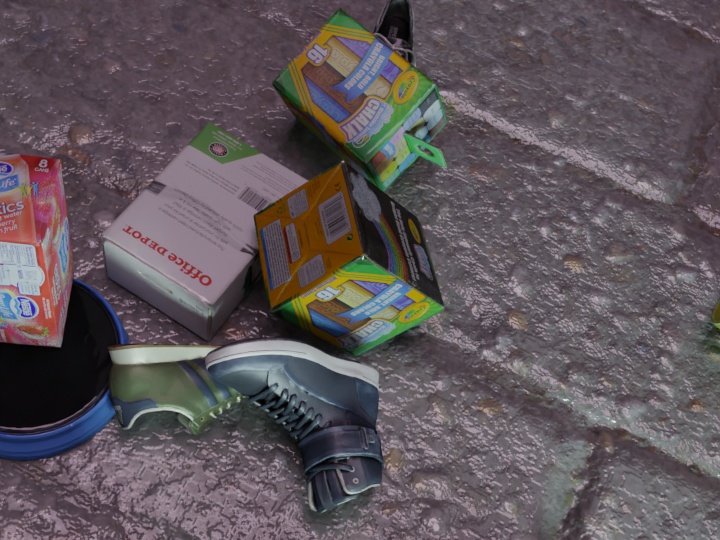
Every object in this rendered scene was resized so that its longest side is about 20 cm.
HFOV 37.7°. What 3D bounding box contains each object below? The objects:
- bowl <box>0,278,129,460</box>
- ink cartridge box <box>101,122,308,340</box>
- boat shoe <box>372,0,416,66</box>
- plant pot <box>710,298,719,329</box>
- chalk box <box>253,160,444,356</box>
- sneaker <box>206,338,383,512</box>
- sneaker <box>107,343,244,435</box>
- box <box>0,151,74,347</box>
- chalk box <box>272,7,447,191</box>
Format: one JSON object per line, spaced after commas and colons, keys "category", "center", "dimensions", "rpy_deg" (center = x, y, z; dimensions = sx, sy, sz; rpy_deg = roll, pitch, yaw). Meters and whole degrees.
{"category": "bowl", "center": [-0.332, 0.089, 1.064], "dimensions": [0.198, 0.039, 0.202], "rpy_deg": [5, 57, -8]}
{"category": "ink cartridge box", "center": [-0.167, -0.045, 1.157], "dimensions": [0.145, 0.085, 0.200], "rpy_deg": [31, 57, 10]}
{"category": "boat shoe", "center": [0.038, -0.271, 1.355], "dimensions": [0.073, 0.068, 0.201], "rpy_deg": [16, 56, 0]}
{"category": "plant pot", "center": [0.535, 0.067, 1.189], "dimensions": [0.200, 0.187, 0.187], "rpy_deg": [46, 59, 2]}
{"category": "chalk box", "center": [0.000, 0.000, 1.117], "dimensions": [0.123, 0.200, 0.126], "rpy_deg": [-28, 54, 22]}
{"category": "sneaker", "center": [-0.057, 0.151, 1.014], "dimensions": [0.201, 0.077, 0.148], "rpy_deg": [18, 57, -35]}
{"category": "sneaker", "center": [-0.159, 0.121, 1.071], "dimensions": [0.198, 0.067, 0.091], "rpy_deg": [3, 85, -27]}
{"category": "box", "center": [-0.329, -0.016, 0.988], "dimensions": [0.099, 0.201, 0.096], "rpy_deg": [6, 58, -7]}
{"category": "chalk box", "center": [0.017, -0.182, 1.239], "dimensions": [0.200, 0.124, 0.124], "rpy_deg": [43, 87, 17]}
